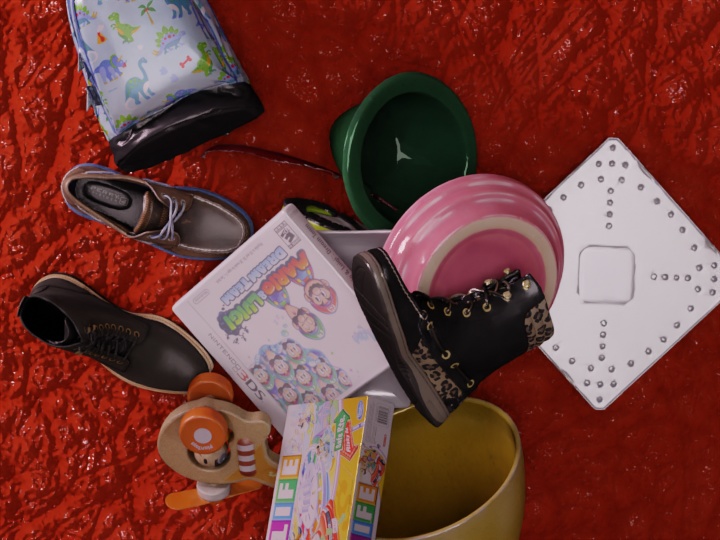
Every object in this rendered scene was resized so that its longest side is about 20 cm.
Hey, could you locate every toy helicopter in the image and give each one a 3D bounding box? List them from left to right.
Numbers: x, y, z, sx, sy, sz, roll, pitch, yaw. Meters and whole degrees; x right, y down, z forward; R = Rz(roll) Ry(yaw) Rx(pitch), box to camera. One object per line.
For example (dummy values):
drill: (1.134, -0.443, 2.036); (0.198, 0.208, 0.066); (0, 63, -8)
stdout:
toy helicopter: (-0.111, 0.200, 1.608); (0.198, 0.079, 0.133); (24, 117, -12)

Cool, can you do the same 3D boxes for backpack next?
backpack: (-0.206, -0.222, 1.553); (0.162, 0.154, 0.202); (-21, 77, 5)

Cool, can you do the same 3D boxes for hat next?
hat: (-0.008, -0.125, 1.613); (0.200, 0.175, 0.167); (37, 75, -37)

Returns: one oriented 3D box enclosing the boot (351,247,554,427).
boot: (0.086, 0.031, 1.474); (0.153, 0.073, 0.205); (-32, 125, -10)

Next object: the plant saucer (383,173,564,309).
plant saucer: (0.114, 0.009, 1.545); (0.198, 0.051, 0.203); (-10, 117, -19)

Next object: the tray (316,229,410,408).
tray: (-0.007, 0.046, 1.583); (0.106, 0.022, 0.202); (0, 118, 9)

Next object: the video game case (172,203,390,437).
video game case: (-0.070, 0.055, 1.574); (0.182, 0.024, 0.200); (49, 128, -4)

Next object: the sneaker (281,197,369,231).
sneaker: (0.000, 0.000, 1.608); (0.198, 0.074, 0.081); (26, 112, -2)

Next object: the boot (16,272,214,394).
boot: (-0.244, 0.075, 1.570); (0.198, 0.138, 0.078); (24, 95, -3)

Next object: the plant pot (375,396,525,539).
plant pot: (0.082, 0.245, 1.579); (0.198, 0.201, 0.143); (-22, 121, 2)

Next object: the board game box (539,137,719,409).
board game box: (0.248, 0.003, 1.624); (0.200, 0.026, 0.200); (-43, 95, 4)

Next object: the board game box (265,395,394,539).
board game box: (-0.034, 0.225, 1.510); (0.034, 0.134, 0.202); (20, 70, -33)

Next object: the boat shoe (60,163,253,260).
boat shoe: (-0.204, -0.053, 1.591); (0.198, 0.072, 0.073); (13, 95, -2)
